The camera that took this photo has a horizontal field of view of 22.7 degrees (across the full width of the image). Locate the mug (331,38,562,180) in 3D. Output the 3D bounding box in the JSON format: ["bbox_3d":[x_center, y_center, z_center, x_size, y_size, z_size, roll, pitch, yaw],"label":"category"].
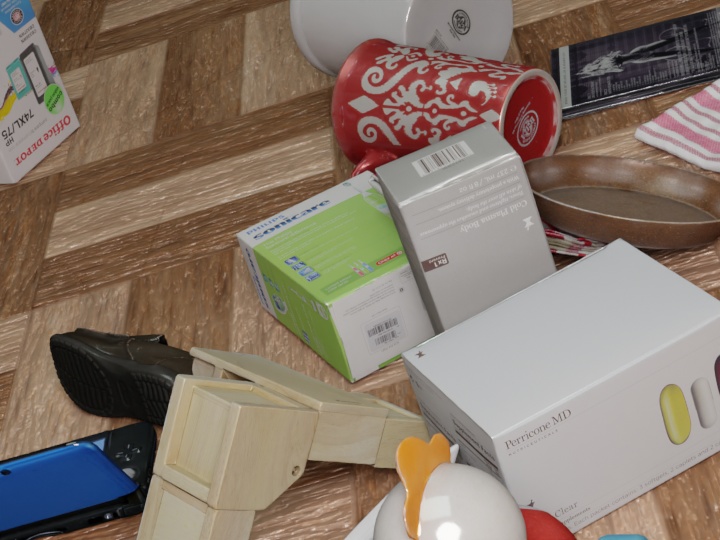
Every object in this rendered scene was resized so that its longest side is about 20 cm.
[{"bbox_3d":[0.086,-0.135,1.785,0.200,0.178,0.133,11,4,38],"label":"mug"}]

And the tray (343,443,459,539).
[{"bbox_3d":[-0.004,0.205,1.274,0.200,0.022,0.107,-42,-2,-35],"label":"tray"}]

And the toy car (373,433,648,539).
[{"bbox_3d":[0.069,0.176,1.127,0.184,0.200,0.177,-5,32,26],"label":"toy car"}]

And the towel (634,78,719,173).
[{"bbox_3d":[0.374,-0.159,1.699,0.200,0.030,0.146,-31,29,-19],"label":"towel"}]

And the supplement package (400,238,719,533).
[{"bbox_3d":[0.160,0.088,1.319,0.200,0.111,0.156,-28,29,-12],"label":"supplement package"}]

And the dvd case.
[{"bbox_3d":[0.297,-0.217,1.866,0.200,0.016,0.149,-13,30,13],"label":"dvd case"}]

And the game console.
[{"bbox_3d":[-0.283,0.161,1.473,0.200,0.118,0.171,-16,29,8],"label":"game console"}]

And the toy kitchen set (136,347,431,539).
[{"bbox_3d":[-0.085,0.166,1.384,0.200,0.181,0.163,9,7,-43],"label":"toy kitchen set"}]

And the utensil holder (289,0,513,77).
[{"bbox_3d":[0.047,-0.283,1.988,0.170,0.170,0.200,-36,33,-26],"label":"utensil holder"}]

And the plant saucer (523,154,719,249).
[{"bbox_3d":[0.230,-0.058,1.544,0.200,0.035,0.200,5,20,-2],"label":"plant saucer"}]

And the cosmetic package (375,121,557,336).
[{"bbox_3d":[0.096,-0.005,1.432,0.107,0.200,0.090,-25,26,-3],"label":"cosmetic package"}]

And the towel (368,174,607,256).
[{"bbox_3d":[0.123,-0.050,1.567,0.200,0.023,0.144,7,17,-26],"label":"towel"}]

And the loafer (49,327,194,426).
[{"bbox_3d":[-0.200,0.092,1.605,0.200,0.073,0.071,15,34,41],"label":"loafer"}]

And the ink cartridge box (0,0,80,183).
[{"bbox_3d":[-0.468,-0.224,2.186,0.146,0.200,0.147,1,35,32],"label":"ink cartridge box"}]

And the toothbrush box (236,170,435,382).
[{"bbox_3d":[0.000,0.000,1.602,0.145,0.086,0.200,-27,30,-17],"label":"toothbrush box"}]
